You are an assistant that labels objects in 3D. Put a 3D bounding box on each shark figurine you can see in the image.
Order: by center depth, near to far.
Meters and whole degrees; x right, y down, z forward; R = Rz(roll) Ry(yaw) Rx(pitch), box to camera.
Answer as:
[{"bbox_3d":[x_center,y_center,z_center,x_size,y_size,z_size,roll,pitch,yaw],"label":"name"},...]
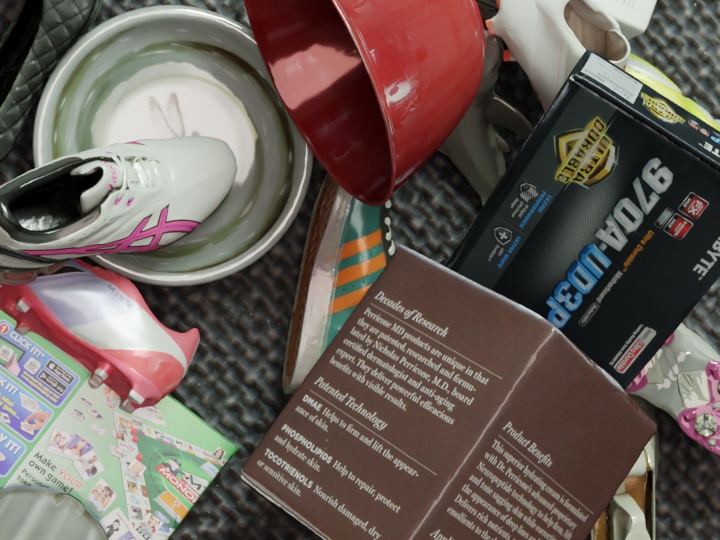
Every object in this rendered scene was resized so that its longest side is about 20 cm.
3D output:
[{"bbox_3d":[0.077,-0.082,1.134,0.089,0.128,0.215,-34,122,-19],"label":"shark figurine"}]

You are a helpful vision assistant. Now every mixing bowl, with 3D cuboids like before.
[{"bbox_3d":[0.013,-0.155,1.015,0.108,0.200,0.201,-27,95,-15],"label":"mixing bowl"}]

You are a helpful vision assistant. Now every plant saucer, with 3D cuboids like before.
[{"bbox_3d":[-0.135,-0.088,1.107,0.199,0.050,0.201,0,89,-11],"label":"plant saucer"}]

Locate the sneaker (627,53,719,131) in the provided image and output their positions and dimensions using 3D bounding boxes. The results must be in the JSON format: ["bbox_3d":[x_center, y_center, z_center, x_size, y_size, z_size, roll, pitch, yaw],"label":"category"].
[{"bbox_3d":[0.245,-0.077,1.179,0.200,0.076,0.105,34,96,-2],"label":"sneaker"}]

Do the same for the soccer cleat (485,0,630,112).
[{"bbox_3d":[0.159,-0.128,1.061,0.200,0.077,0.069,51,44,-40],"label":"soccer cleat"}]

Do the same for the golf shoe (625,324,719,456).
[{"bbox_3d":[0.224,0.066,1.165,0.200,0.092,0.075,42,96,2],"label":"golf shoe"}]

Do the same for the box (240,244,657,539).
[{"bbox_3d":[0.062,0.126,1.058,0.200,0.164,0.166,-55,134,-7],"label":"box"}]

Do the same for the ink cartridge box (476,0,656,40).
[{"bbox_3d":[0.118,-0.265,1.109,0.200,0.145,0.148,23,85,-10],"label":"ink cartridge box"}]

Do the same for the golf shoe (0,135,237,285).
[{"bbox_3d":[-0.162,-0.047,1.013,0.200,0.092,0.073,-23,84,-29],"label":"golf shoe"}]

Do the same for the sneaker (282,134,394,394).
[{"bbox_3d":[0.000,0.000,1.127,0.080,0.071,0.201,12,94,-13],"label":"sneaker"}]

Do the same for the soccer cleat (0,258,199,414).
[{"bbox_3d":[-0.203,0.016,1.064,0.200,0.067,0.077,40,60,-6],"label":"soccer cleat"}]

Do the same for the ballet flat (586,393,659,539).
[{"bbox_3d":[0.203,0.166,1.165,0.067,0.064,0.201,0,89,-11],"label":"ballet flat"}]

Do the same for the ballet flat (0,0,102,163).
[{"bbox_3d":[-0.251,-0.133,1.057,0.057,0.066,0.200,22,109,-46],"label":"ballet flat"}]

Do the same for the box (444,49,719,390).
[{"bbox_3d":[0.168,-0.030,1.047,0.159,0.200,0.046,33,39,1],"label":"box"}]

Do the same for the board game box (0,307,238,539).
[{"bbox_3d":[-0.207,0.121,1.102,0.200,0.029,0.135,39,82,-8],"label":"board game box"}]

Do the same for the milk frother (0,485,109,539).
[{"bbox_3d":[-0.288,0.220,0.999,0.180,0.188,0.200,-39,101,12],"label":"milk frother"}]
